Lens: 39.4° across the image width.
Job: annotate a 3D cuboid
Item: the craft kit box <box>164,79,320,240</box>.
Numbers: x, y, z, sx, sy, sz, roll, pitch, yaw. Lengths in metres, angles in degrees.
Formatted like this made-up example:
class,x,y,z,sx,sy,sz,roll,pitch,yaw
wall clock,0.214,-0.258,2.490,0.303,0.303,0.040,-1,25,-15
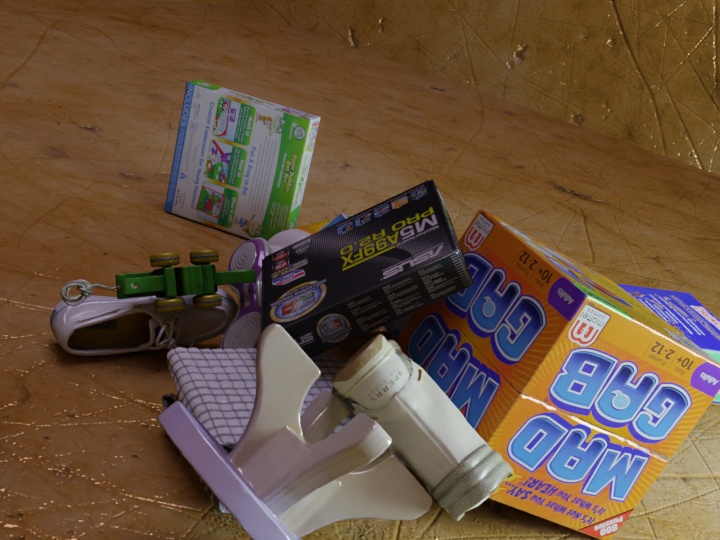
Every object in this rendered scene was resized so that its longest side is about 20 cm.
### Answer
class,x,y,z,sx,sy,sz,roll,pitch,yaw
craft kit box,-0.174,-0.154,1.457,0.197,0.200,0.049,20,20,15

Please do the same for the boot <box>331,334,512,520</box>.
class,x,y,z,sx,sy,sz,roll,pitch,yaw
boot,0.051,0.131,0.834,0.155,0.072,0.200,46,-4,9

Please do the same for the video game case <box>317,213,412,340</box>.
class,x,y,z,sx,sy,sz,roll,pitch,yaw
video game case,0.042,0.045,1.154,0.181,0.045,0.200,53,-2,-34

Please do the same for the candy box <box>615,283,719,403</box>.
class,x,y,z,sx,sy,sz,roll,pitch,yaw
candy box,0.355,0.084,1.240,0.200,0.077,0.169,7,23,-18

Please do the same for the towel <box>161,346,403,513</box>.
class,x,y,z,sx,sy,sz,roll,pitch,yaw
towel,-0.073,0.148,0.921,0.200,0.086,0.166,3,26,-30

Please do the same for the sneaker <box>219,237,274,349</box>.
class,x,y,z,sx,sy,sz,roll,pitch,yaw
sneaker,-0.097,0.061,1.085,0.100,0.075,0.200,44,36,-43

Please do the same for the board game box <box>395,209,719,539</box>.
class,x,y,z,sx,sy,sz,roll,pitch,yaw
board game box,0.176,0.098,0.963,0.200,0.200,0.200,25,14,-29

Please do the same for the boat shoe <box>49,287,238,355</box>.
class,x,y,z,sx,sy,sz,roll,pitch,yaw
boat shoe,-0.217,0.061,1.059,0.202,0.075,0.086,0,24,-27

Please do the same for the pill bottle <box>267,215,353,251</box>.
class,x,y,z,sx,sy,sz,roll,pitch,yaw
pill bottle,-0.058,-0.002,1.267,0.113,0.113,0.200,25,24,27

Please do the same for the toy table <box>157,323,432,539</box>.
class,x,y,z,sx,sy,sz,roll,pitch,yaw
toy table,-0.044,0.148,0.756,0.200,0.117,0.184,52,-10,-20

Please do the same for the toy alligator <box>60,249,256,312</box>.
class,x,y,z,sx,sy,sz,roll,pitch,yaw
toy alligator,-0.209,0.013,1.035,0.200,0.059,0.054,-6,0,-23

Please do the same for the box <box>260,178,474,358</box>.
class,x,y,z,sx,sy,sz,roll,pitch,yaw
box,0.000,0.000,0.979,0.200,0.044,0.160,-25,28,9
